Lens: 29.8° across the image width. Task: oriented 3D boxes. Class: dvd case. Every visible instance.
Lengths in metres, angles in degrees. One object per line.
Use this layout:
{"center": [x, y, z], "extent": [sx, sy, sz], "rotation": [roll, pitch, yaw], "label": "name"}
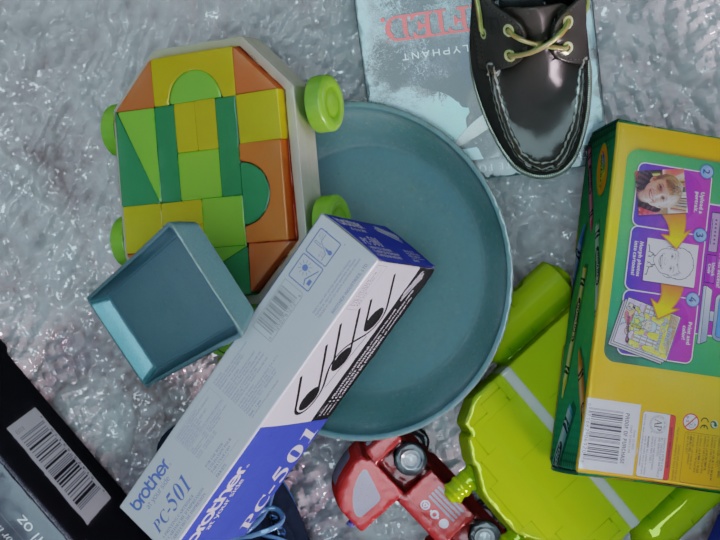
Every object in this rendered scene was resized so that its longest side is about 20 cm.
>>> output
{"center": [0.069, -0.155, 0.818], "extent": [0.145, 0.022, 0.201], "rotation": [-6, 98, 5], "label": "dvd case"}

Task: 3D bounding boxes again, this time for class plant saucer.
{"center": [0.000, 0.000, 0.813], "extent": [0.199, 0.036, 0.201], "rotation": [2, 96, 22], "label": "plant saucer"}
{"center": [-0.112, 0.022, 0.780], "extent": [0.019, 0.200, 0.070], "rotation": [-34, 92, -27], "label": "plant saucer"}

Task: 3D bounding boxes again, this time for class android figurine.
{"center": [0.141, 0.088, 0.813], "extent": [0.200, 0.041, 0.182], "rotation": [-43, 92, -6], "label": "android figurine"}

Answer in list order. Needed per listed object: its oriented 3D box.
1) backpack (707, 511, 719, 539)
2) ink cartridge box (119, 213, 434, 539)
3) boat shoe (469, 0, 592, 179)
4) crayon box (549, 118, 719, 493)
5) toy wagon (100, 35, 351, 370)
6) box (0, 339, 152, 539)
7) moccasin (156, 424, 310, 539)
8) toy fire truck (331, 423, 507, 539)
{"center": [0.306, 0.208, 0.772], "extent": [0.199, 0.168, 0.163], "rotation": [22, 104, -2], "label": "backpack"}
{"center": [-0.044, 0.064, 0.756], "extent": [0.044, 0.094, 0.200], "rotation": [39, 101, 19], "label": "ink cartridge box"}
{"center": [0.095, -0.151, 0.775], "extent": [0.071, 0.061, 0.202], "rotation": [-6, 97, 5], "label": "boat shoe"}
{"center": [0.183, 0.023, 0.774], "extent": [0.118, 0.058, 0.201], "rotation": [9, 85, -7], "label": "crayon box"}
{"center": [-0.081, -0.034, 0.802], "extent": [0.154, 0.040, 0.201], "rotation": [-4, 90, 27], "label": "toy wagon"}
{"center": [-0.256, 0.179, 0.834], "extent": [0.200, 0.117, 0.197], "rotation": [-40, 92, 9], "label": "box"}
{"center": [-0.061, 0.181, 0.842], "extent": [0.080, 0.068, 0.200], "rotation": [-35, 91, 8], "label": "moccasin"}
{"center": [0.039, 0.205, 0.848], "extent": [0.141, 0.049, 0.200], "rotation": [-44, 92, 7], "label": "toy fire truck"}
